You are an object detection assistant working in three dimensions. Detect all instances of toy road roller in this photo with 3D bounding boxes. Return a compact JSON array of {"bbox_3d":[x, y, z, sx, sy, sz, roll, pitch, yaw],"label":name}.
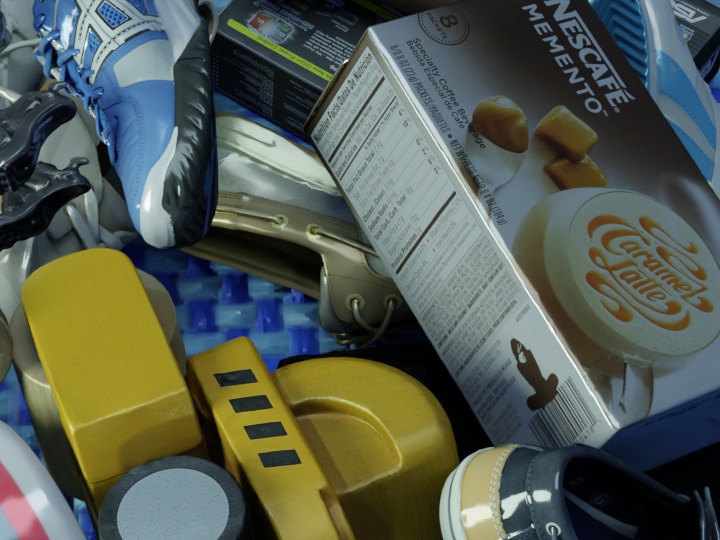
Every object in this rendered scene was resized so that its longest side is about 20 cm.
[{"bbox_3d":[-0.045,0.077,1.119,0.146,0.123,0.200,-21,49,-11],"label":"toy road roller"}]

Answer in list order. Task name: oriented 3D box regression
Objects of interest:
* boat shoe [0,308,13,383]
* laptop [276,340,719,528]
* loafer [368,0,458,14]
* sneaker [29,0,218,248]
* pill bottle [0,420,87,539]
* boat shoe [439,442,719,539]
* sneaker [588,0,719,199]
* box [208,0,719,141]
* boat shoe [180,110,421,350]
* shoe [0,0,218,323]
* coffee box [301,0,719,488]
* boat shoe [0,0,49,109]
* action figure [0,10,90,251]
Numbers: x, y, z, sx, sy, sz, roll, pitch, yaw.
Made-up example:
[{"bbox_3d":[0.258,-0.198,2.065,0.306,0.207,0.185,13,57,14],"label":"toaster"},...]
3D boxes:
[{"bbox_3d":[-0.230,0.041,1.143,0.200,0.072,0.068,-21,34,17],"label":"boat shoe"},{"bbox_3d":[0.057,0.125,1.181,0.200,0.103,0.177,-7,49,23],"label":"laptop"},{"bbox_3d":[0.046,-0.145,1.284,0.200,0.073,0.071,-5,73,2],"label":"loafer"},{"bbox_3d":[-0.103,-0.087,1.213,0.077,0.076,0.200,-6,50,-7],"label":"sneaker"},{"bbox_3d":[-0.206,0.150,1.077,0.200,0.120,0.120,-27,60,-21],"label":"pill bottle"},{"bbox_3d":[0.119,0.122,1.098,0.200,0.062,0.075,32,52,-33],"label":"boat shoe"},{"bbox_3d":[0.137,-0.048,1.242,0.081,0.076,0.200,-12,86,-42],"label":"sneaker"},{"bbox_3d":[0.051,-0.106,1.331,0.200,0.044,0.160,29,58,18],"label":"box"},{"bbox_3d":[0.000,0.000,1.239,0.200,0.074,0.066,24,68,16],"label":"boat shoe"},{"bbox_3d":[-0.120,-0.053,1.254,0.053,0.070,0.200,5,54,24],"label":"shoe"},{"bbox_3d":[0.080,-0.015,1.161,0.114,0.080,0.200,-18,68,-33],"label":"coffee box"},{"bbox_3d":[-0.158,-0.116,1.313,0.086,0.075,0.202,-2,44,-10],"label":"boat shoe"},{"bbox_3d":[-0.194,-0.108,1.186,0.102,0.119,0.200,-26,70,-10],"label":"action figure"}]
